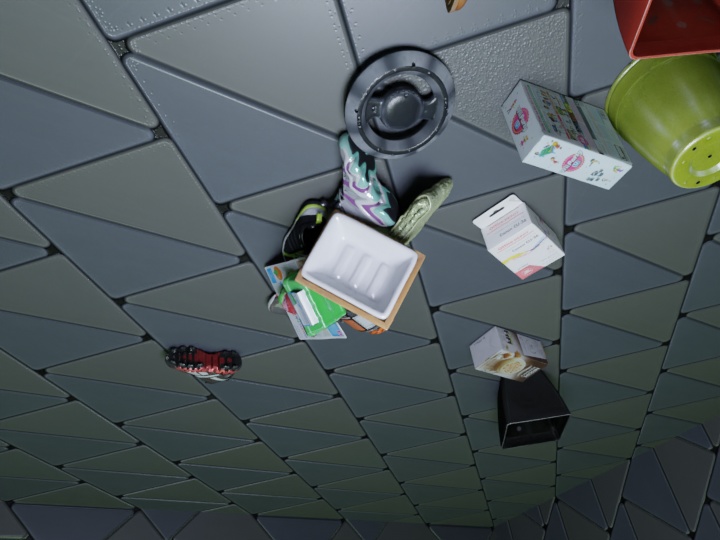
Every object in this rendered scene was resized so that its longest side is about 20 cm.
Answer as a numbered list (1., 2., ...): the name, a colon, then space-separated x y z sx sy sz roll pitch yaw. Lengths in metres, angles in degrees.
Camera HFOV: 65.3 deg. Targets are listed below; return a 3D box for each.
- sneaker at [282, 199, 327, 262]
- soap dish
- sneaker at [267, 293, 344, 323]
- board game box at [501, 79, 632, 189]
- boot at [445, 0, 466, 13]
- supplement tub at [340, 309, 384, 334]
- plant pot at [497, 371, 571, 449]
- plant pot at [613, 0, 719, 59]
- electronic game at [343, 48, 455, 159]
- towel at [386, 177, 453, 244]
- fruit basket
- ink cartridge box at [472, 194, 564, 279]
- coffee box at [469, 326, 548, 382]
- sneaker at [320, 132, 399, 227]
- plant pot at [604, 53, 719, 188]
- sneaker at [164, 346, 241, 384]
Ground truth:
1. sneaker: -0.118 -0.056 1.163 0.070 0.084 0.201 6 139 -17
2. soap dish: 0.000 0.000 1.054 0.197 0.159 0.081 27 167 10
3. sneaker: -0.123 0.094 1.343 0.196 0.083 0.078 -1 141 -10
4. board game box: 0.359 -0.237 0.984 0.196 0.150 0.065 12 140 -22
5. boot: 0.207 -0.443 0.771 0.152 0.075 0.201 1 143 -18
6. supplement tub: -0.009 0.062 1.293 0.121 0.124 0.200 -28 137 22
7. plant pot: 0.533 0.437 1.800 0.195 0.180 0.202 -9 140 1
8. plant pot: 0.447 -0.429 0.746 0.195 0.179 0.202 -6 142 -3
9. electronic game: 0.068 -0.279 0.961 0.196 0.042 0.202 -9 135 -9
10. towel: 0.105 -0.095 1.128 0.036 0.148 0.201 42 127 7
11. fruit basket: -0.126 0.068 1.185 0.198 0.093 0.188 -12 107 50
12. ink cartridge box: 0.349 -0.071 1.243 0.116 0.068 0.199 -35 134 28
13. coffee box: 0.430 0.245 1.627 0.197 0.081 0.114 18 134 -29
14. sneaker: -0.026 -0.155 1.070 0.138 0.078 0.202 -10 123 33
15. plant pot: 0.555 -0.253 0.964 0.196 0.196 0.202 -5 141 -4
16. sneaker: -0.420 0.256 1.490 0.197 0.072 0.099 10 135 -23
